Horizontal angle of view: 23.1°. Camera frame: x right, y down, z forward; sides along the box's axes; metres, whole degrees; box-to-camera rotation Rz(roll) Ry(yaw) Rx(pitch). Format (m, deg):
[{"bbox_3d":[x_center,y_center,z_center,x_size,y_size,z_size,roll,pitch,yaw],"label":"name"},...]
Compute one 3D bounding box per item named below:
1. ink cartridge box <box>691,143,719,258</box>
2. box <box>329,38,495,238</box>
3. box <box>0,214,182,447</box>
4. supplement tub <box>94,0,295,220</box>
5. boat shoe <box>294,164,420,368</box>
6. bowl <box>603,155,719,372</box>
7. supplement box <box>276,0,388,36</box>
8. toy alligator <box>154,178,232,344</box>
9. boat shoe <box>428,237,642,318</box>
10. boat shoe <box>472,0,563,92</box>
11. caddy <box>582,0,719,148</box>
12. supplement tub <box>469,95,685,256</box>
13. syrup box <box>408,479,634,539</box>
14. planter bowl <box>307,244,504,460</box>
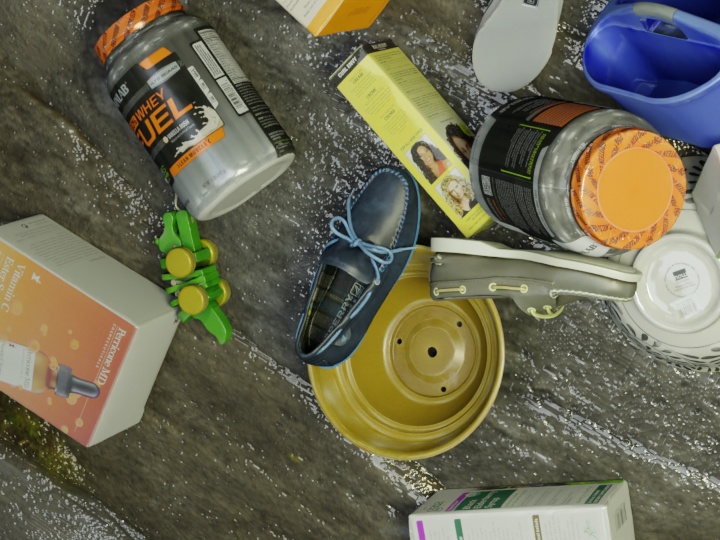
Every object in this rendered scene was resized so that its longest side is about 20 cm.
[{"bbox_3d":[0.386,-0.084,1.458,0.200,0.117,0.067,-17,73,-5],"label":"ink cartridge box"},{"bbox_3d":[0.063,-0.125,1.644,0.200,0.075,0.050,49,116,7],"label":"box"},{"bbox_3d":[-0.307,0.060,1.825,0.200,0.106,0.153,30,111,16],"label":"box"},{"bbox_3d":[-0.164,-0.159,1.709,0.122,0.123,0.200,-38,84,25],"label":"supplement tub"},{"bbox_3d":[0.000,0.000,1.617,0.084,0.069,0.200,20,96,23],"label":"boat shoe"},{"bbox_3d":[0.291,0.003,1.558,0.200,0.094,0.201,5,102,24],"label":"bowl"},{"bbox_3d":[-0.067,-0.312,1.634,0.200,0.126,0.074,43,115,10],"label":"supplement box"},{"bbox_3d":[-0.182,-0.017,1.780,0.054,0.059,0.200,-17,93,26],"label":"toy alligator"},{"bbox_3d":[0.151,0.010,1.552,0.201,0.072,0.060,9,93,30],"label":"boat shoe"},{"bbox_3d":[0.150,-0.253,1.583,0.071,0.070,0.200,15,132,3],"label":"boat shoe"},{"bbox_3d":[0.272,-0.189,1.469,0.142,0.105,0.200,-55,33,-5],"label":"caddy"},{"bbox_3d":[0.183,-0.080,1.492,0.122,0.200,0.123,-4,102,-20],"label":"supplement tub"},{"bbox_3d":[0.154,0.252,1.676,0.200,0.079,0.082,-5,99,25],"label":"syrup box"},{"bbox_3d":[0.056,0.077,1.672,0.200,0.083,0.201,-1,87,24],"label":"planter bowl"}]
